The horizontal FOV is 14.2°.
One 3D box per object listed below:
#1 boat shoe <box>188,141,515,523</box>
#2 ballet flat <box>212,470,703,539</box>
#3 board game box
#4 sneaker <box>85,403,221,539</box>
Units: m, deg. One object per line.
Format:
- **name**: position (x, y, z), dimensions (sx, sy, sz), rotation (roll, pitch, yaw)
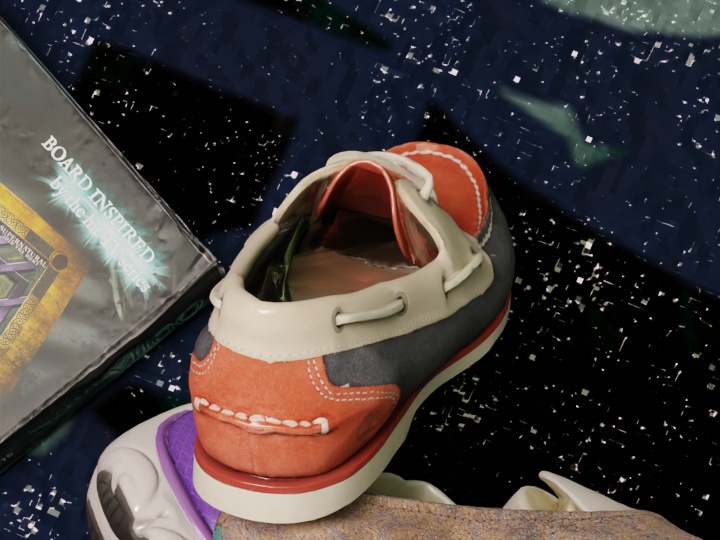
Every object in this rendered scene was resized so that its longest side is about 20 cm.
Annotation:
- **boat shoe**: position (0.000, 0.000, 0.823), dimensions (0.071, 0.200, 0.063), rotation (8, 115, 15)
- **ballet flat**: position (0.043, 0.086, 0.820), dimensions (0.068, 0.200, 0.067), rotation (-58, 43, 24)
- **board game box**: position (-0.156, -0.028, 0.911), dimensions (0.135, 0.028, 0.200), rotation (-39, 75, -11)
- **sneaker**: position (-0.002, 0.121, 0.838), dimensions (0.083, 0.081, 0.200), rotation (-26, 76, -20)
